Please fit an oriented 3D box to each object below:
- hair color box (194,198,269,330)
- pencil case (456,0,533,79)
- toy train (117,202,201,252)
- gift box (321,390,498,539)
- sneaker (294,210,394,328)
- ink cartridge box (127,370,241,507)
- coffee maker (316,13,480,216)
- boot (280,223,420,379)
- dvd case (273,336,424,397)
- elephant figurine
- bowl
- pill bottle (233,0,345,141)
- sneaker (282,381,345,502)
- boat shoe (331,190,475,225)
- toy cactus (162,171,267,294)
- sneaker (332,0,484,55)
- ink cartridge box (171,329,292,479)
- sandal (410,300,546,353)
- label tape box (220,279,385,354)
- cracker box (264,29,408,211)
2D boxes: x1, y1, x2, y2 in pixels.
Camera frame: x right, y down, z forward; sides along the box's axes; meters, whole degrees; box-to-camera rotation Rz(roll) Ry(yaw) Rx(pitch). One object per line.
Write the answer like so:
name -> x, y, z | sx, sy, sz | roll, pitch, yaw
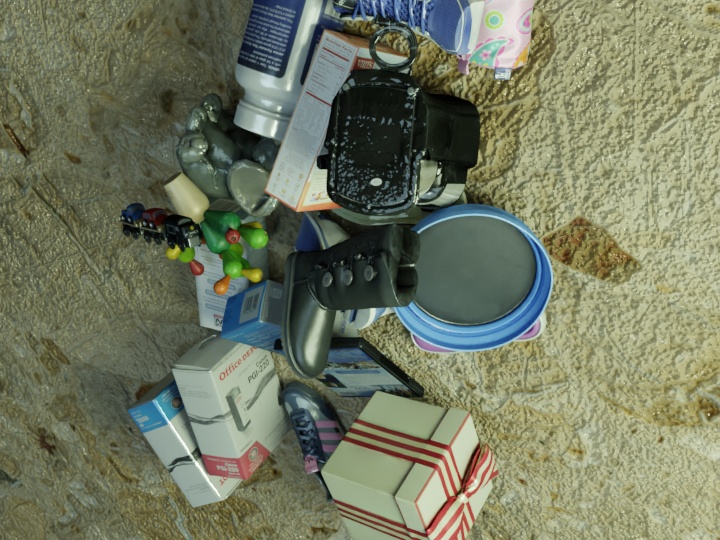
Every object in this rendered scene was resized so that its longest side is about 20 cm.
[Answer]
hair color box -> -0.193, -0.004, 1.326 | 0.098, 0.061, 0.202 | 13, 121, 23
pencil case -> 0.143, -0.313, 0.943 | 0.086, 0.087, 0.202 | 13, 121, 23
toy train -> -0.269, -0.060, 1.167 | 0.199, 0.034, 0.046 | 13, 118, 50
gift box -> 0.086, 0.301, 1.252 | 0.185, 0.185, 0.201 | 8, 139, 36
sneaker -> 0.000, 0.000, 1.197 | 0.200, 0.114, 0.081 | 49, 130, 37
ink cartridge box -> -0.264, 0.263, 1.462 | 0.084, 0.145, 0.201 | -23, 103, 38
coffee maker -> 0.060, -0.158, 0.981 | 0.134, 0.200, 0.194 | 32, 108, 16
boot -> -0.010, 0.042, 1.067 | 0.198, 0.065, 0.167 | -11, 82, 42
dvd case -> -0.012, 0.139, 1.252 | 0.141, 0.018, 0.200 | -4, 151, 29
elephant figurine -> -0.133, -0.142, 1.174 | 0.198, 0.143, 0.155 | 19, 165, 9
bowl -> 0.133, 0.009, 1.086 | 0.198, 0.040, 0.203 | 2, 124, 3
pill bottle -> -0.085, -0.260, 1.049 | 0.110, 0.111, 0.202 | 22, 103, 18
sneaker -> -0.068, 0.271, 1.393 | 0.070, 0.082, 0.201 | -28, 100, 38
boat shoe -> 0.047, -0.090, 1.135 | 0.199, 0.060, 0.073 | 10, 97, 25
toy cactus -> -0.210, -0.050, 1.183 | 0.199, 0.102, 0.166 | 1, 131, 56
sneaker -> 0.036, -0.286, 0.948 | 0.200, 0.114, 0.081 | 51, 148, 40
ink cartridge box -> -0.196, 0.200, 1.386 | 0.084, 0.146, 0.202 | -1, 116, 32
sandal -> 0.146, 0.074, 1.179 | 0.201, 0.050, 0.083 | -15, 108, 34
label tape box -> -0.080, 0.081, 1.263 | 0.198, 0.067, 0.143 | 17, 160, -27
cracker box -> -0.025, -0.173, 1.051 | 0.057, 0.133, 0.202 | 32, 110, 23
